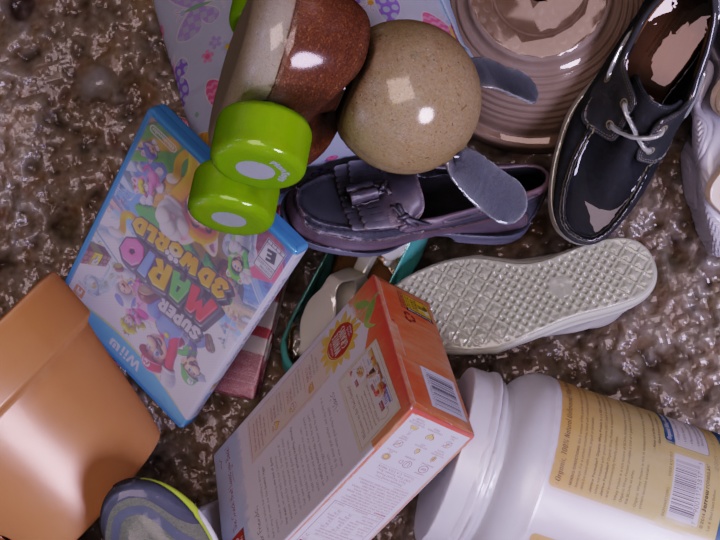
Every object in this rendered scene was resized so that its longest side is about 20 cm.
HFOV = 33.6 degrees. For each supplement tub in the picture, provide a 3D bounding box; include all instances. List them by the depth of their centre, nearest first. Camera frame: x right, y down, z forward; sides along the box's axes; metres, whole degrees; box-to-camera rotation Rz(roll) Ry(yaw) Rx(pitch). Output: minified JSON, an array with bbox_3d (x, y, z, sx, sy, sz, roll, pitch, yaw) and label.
[{"bbox_3d":[0.149,0.154,0.803,0.200,0.145,0.145,19,87,-3],"label":"supplement tub"}]

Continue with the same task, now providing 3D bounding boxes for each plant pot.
[{"bbox_3d":[-0.238,0.119,0.845,0.140,0.200,0.200,44,91,-8],"label":"plant pot"},{"bbox_3d":[0.130,-0.192,0.874,0.200,0.093,0.201,0,86,5],"label":"plant pot"}]

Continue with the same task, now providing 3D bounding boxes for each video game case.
[{"bbox_3d":[-0.133,0.002,0.841,0.143,0.018,0.200,44,128,11],"label":"video game case"}]

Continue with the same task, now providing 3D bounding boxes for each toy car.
[{"bbox_3d":[0.013,-0.101,0.731,0.200,0.158,0.165,14,69,-12],"label":"toy car"}]

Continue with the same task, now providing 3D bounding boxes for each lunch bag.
[{"bbox_3d":[-0.028,-0.157,0.863,0.200,0.127,0.170,-23,71,10],"label":"lunch bag"}]

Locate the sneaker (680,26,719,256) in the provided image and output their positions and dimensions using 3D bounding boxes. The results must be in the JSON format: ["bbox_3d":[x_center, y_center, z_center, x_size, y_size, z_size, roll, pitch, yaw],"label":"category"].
[{"bbox_3d":[0.291,-0.112,0.858,0.114,0.075,0.201,-4,85,6],"label":"sneaker"}]

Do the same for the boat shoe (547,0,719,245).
[{"bbox_3d":[0.185,-0.108,0.814,0.072,0.068,0.200,25,102,-1],"label":"boat shoe"}]

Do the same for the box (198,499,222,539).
[{"bbox_3d":[-0.182,0.249,0.852,0.200,0.124,0.098,-22,84,4],"label":"box"}]

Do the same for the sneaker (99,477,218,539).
[{"bbox_3d":[-0.115,0.226,0.744,0.074,0.081,0.200,-21,85,3],"label":"sneaker"}]

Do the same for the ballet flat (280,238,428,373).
[{"bbox_3d":[0.000,0.000,0.881,0.067,0.070,0.200,25,88,11],"label":"ballet flat"}]

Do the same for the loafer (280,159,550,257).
[{"bbox_3d":[0.043,-0.055,0.842,0.200,0.063,0.072,-3,62,-26],"label":"loafer"}]

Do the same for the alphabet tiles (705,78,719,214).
[{"bbox_3d":[0.333,-0.097,0.833,0.200,0.015,0.196,37,89,-24],"label":"alphabet tiles"}]

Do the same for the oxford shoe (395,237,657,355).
[{"bbox_3d":[0.116,0.022,0.872,0.199,0.058,0.075,-12,75,1],"label":"oxford shoe"}]

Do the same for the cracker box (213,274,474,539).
[{"bbox_3d":[-0.019,0.120,0.809,0.058,0.134,0.200,28,118,-29],"label":"cracker box"}]

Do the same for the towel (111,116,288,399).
[{"bbox_3d":[-0.122,-0.012,0.921,0.144,0.023,0.201,14,85,9],"label":"towel"}]
